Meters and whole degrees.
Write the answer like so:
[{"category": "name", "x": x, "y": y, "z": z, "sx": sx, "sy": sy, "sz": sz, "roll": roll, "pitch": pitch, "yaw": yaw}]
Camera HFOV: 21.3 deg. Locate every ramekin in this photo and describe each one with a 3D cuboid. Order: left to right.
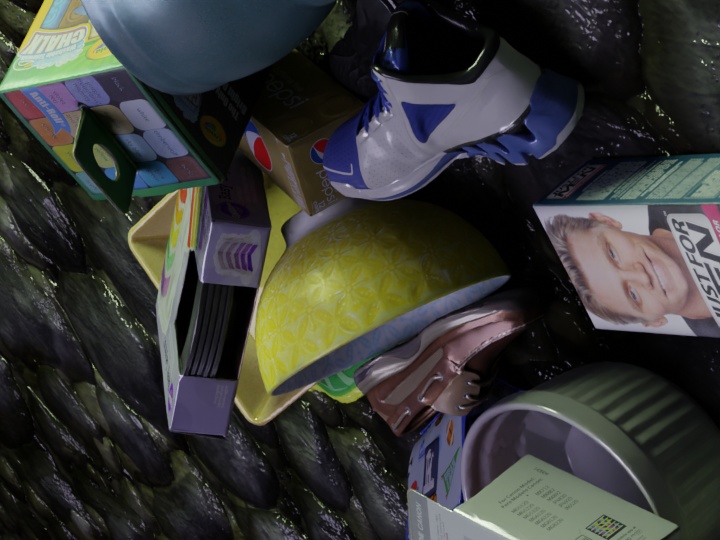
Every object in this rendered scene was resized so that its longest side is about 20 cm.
[{"category": "ramekin", "x": 0.176, "y": 0.160, "z": 1.348, "sx": 0.200, "sy": 0.105, "sz": 0.201, "roll": 29, "pitch": 134, "yaw": 36}]

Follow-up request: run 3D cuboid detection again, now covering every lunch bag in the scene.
[{"category": "lunch bag", "x": 0.114, "y": 0.197, "z": 1.525, "sx": 0.201, "sy": 0.123, "sz": 0.170, "roll": 62, "pitch": 157, "yaw": 12}]

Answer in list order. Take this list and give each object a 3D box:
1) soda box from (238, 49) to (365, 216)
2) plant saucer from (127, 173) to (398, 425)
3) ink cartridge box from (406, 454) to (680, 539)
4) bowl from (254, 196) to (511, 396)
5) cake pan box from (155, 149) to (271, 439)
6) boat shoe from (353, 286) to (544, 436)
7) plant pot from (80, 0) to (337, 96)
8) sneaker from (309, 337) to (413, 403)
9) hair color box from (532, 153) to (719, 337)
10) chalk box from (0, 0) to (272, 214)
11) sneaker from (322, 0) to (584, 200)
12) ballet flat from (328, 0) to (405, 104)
[{"category": "soda box", "x": -0.060, "y": -0.119, "z": 1.405, "sx": 0.200, "sy": 0.067, "sz": 0.064, "roll": 43, "pitch": 157, "yaw": 50}, {"category": "plant saucer", "x": -0.071, "y": -0.004, "z": 1.565, "sx": 0.200, "sy": 0.048, "sz": 0.201, "roll": -39, "pitch": 83, "yaw": 36}, {"category": "ink cartridge box", "x": 0.125, "y": 0.238, "z": 1.302, "sx": 0.175, "sy": 0.084, "sz": 0.201, "roll": 24, "pitch": 130, "yaw": 40}, {"category": "bowl", "x": 0.000, "y": 0.000, "z": 1.389, "sx": 0.108, "sy": 0.199, "sz": 0.200, "roll": 65, "pitch": 155, "yaw": 7}, {"category": "cake pan box", "x": -0.114, "y": 0.002, "z": 1.459, "sx": 0.200, "sy": 0.052, "sz": 0.185, "roll": -106, "pitch": 24, "yaw": -58}, {"category": "boat shoe", "x": 0.075, "y": 0.070, "z": 1.434, "sx": 0.200, "sy": 0.075, "sz": 0.072, "roll": -34, "pitch": 80, "yaw": 51}, {"category": "plant pot", "x": -0.076, "y": -0.223, "z": 1.233, "sx": 0.133, "sy": 0.201, "sz": 0.201, "roll": -8, "pitch": 120, "yaw": 34}, {"category": "sneaker", "x": -0.025, "y": 0.061, "z": 1.623, "sx": 0.084, "sy": 0.074, "sz": 0.200, "roll": 55, "pitch": 155, "yaw": -17}, {"category": "hair color box", "x": 0.203, "y": -0.015, "z": 1.164, "sx": 0.200, "sy": 0.060, "sz": 0.100, "roll": 2, "pitch": 126, "yaw": 59}, {"category": "chalk box", "x": -0.156, "y": -0.132, "z": 1.330, "sx": 0.123, "sy": 0.201, "sz": 0.125, "roll": -5, "pitch": 138, "yaw": 34}, {"category": "sneaker", "x": 0.038, "y": -0.119, "z": 1.229, "sx": 0.199, "sy": 0.081, "sz": 0.115, "roll": -13, "pitch": 135, "yaw": 47}, {"category": "ballet flat", "x": 0.020, "y": -0.155, "z": 1.313, "sx": 0.066, "sy": 0.057, "sz": 0.200, "roll": 45, "pitch": 160, "yaw": 7}]
